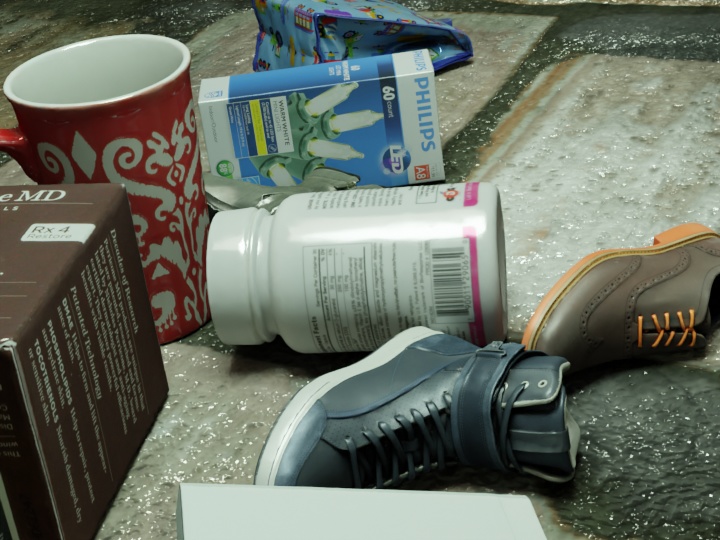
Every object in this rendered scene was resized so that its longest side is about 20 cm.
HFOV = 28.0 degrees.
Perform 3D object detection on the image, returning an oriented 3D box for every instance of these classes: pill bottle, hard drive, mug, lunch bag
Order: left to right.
[{"bbox_3d":[-0.193,-0.054,1.065,0.176,0.201,0.134,-5,29,6],"label":"mug"},{"bbox_3d":[0.000,0.000,1.008,0.199,0.114,0.114,-2,29,9],"label":"pill bottle"},{"bbox_3d":[0.008,-0.244,1.484,0.199,0.095,0.150,-12,25,-26],"label":"lunch bag"},{"bbox_3d":[0.006,0.160,0.757,0.199,0.026,0.132,4,26,-12],"label":"hard drive"}]

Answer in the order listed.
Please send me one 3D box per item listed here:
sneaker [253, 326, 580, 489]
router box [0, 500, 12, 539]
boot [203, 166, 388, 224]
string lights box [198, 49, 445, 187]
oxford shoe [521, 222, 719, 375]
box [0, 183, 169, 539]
[{"bbox_3d":[0.043,0.101,0.856,0.146,0.077,0.202,12,34,37],"label":"sneaker"},{"bbox_3d":[-0.277,0.142,0.782,0.199,0.158,0.052,9,33,27],"label":"router box"},{"bbox_3d":[-0.074,-0.051,1.183,0.199,0.068,0.130,24,37,32],"label":"boot"},{"bbox_3d":[-0.032,-0.121,1.243,0.199,0.103,0.059,-8,27,1],"label":"string lights box"},{"bbox_3d":[0.192,0.024,0.964,0.199,0.071,0.072,-26,38,-29],"label":"oxford shoe"},{"bbox_3d":[-0.237,0.062,0.904,0.165,0.165,0.200,-1,30,12],"label":"box"}]
